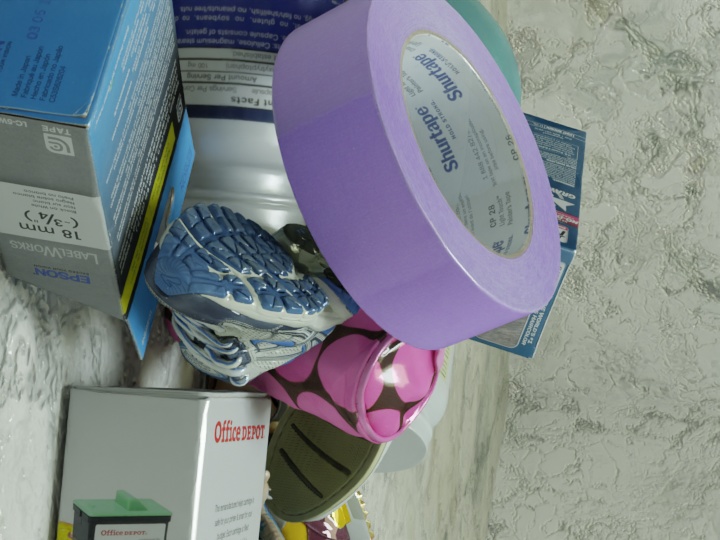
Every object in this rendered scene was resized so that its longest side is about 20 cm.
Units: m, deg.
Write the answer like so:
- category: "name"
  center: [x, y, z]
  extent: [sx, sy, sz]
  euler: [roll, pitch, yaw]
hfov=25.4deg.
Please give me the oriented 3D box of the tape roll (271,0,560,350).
- category: "tape roll"
  center: [0.036, -0.060, 0.895]
  extent: [0.200, 0.066, 0.200]
  euler: [40, 38, -40]

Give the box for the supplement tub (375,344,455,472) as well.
- category: "supplement tub"
  center: [0.012, 0.063, 1.420]
  extent: [0.145, 0.145, 0.200]
  euler: [78, 19, -57]

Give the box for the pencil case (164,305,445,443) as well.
- category: "pencil case"
  center: [-0.033, 0.035, 1.002]
  extent: [0.094, 0.200, 0.091]
  euler: [-20, 123, -38]

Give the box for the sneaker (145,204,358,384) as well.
- category: "sneaker"
  center: [-0.062, 0.025, 0.843]
  extent: [0.085, 0.077, 0.200]
  euler: [-47, 161, 11]

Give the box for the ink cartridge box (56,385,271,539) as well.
- category: "ink cartridge box"
  center: [-0.115, 0.167, 0.923]
  extent: [0.145, 0.084, 0.201]
  euler: [23, 71, -79]

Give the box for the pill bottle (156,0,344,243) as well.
- category: "pill bottle"
  center: [-0.072, -0.113, 0.960]
  extent: [0.120, 0.119, 0.201]
  euler: [4, 90, -80]

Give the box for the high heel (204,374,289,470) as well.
- category: "high heel"
  center: [-0.088, 0.057, 1.107]
  extent: [0.200, 0.071, 0.143]
  euler: [-78, 161, -51]

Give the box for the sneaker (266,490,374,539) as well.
- category: "sneaker"
  center: [-0.025, 0.230, 1.131]
  extent: [0.200, 0.090, 0.075]
  euler: [68, -20, -4]

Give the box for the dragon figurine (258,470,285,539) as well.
- category: "dragon figurine"
  center: [-0.056, 0.216, 1.048]
  extent: [0.099, 0.059, 0.200]
  euler: [37, -36, 49]

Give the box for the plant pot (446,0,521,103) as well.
- category: "plant pot"
  center: [0.003, -0.109, 1.205]
  extent: [0.161, 0.200, 0.201]
  euler: [-56, 150, -49]

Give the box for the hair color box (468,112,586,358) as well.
- category: "hair color box"
  center: [0.127, -0.032, 1.225]
  extent: [0.200, 0.060, 0.100]
  euler: [-73, -179, -59]

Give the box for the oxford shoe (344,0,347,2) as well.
- category: "oxford shoe"
  center: [-0.023, -0.195, 1.072]
  extent: [0.200, 0.074, 0.071]
  euler: [51, -56, 56]

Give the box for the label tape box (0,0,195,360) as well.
- category: "label tape box"
  center: [-0.133, -0.069, 0.787]
  extent: [0.200, 0.063, 0.144]
  euler: [91, 8, -56]

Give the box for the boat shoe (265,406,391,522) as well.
- category: "boat shoe"
  center: [0.008, 0.084, 1.064]
  extent: [0.200, 0.075, 0.068]
  euler: [-57, 158, 14]
